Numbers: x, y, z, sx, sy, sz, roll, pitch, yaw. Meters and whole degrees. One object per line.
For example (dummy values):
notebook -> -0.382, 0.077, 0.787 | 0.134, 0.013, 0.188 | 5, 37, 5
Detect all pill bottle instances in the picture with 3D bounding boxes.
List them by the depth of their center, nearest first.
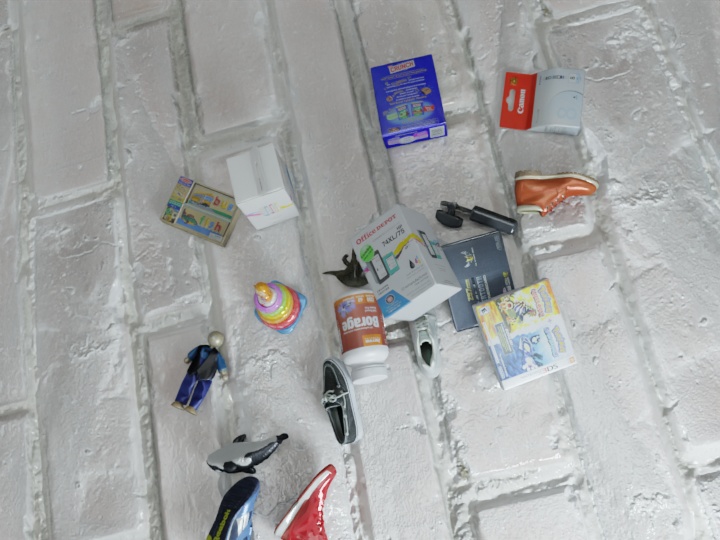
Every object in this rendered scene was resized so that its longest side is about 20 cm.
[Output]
pill bottle -> 0.005, 0.154, 1.565 | 0.110, 0.112, 0.204 | -12, 72, 5

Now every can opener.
can opener -> 0.280, -0.120, 1.643 | 0.196, 0.053, 0.068 | 22, 110, 14

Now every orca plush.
orca plush -> -0.254, 0.432, 1.564 | 0.197, 0.072, 0.105 | -26, 27, -4

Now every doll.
doll -> -0.379, 0.244, 1.632 | 0.134, 0.049, 0.204 | 12, 70, 22

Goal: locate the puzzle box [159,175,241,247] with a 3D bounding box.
puzzle box -> -0.412, -0.156, 1.765 | 0.196, 0.025, 0.135 | 20, 77, 14

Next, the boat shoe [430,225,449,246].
boat shoe -> 0.141, -0.088, 1.642 | 0.197, 0.072, 0.070 | 19, 77, 23

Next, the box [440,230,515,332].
box -> 0.270, 0.024, 1.561 | 0.154, 0.051, 0.205 | -14, 92, 5

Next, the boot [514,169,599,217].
boot -> 0.466, -0.178, 1.615 | 0.195, 0.075, 0.110 | 2, 77, 18

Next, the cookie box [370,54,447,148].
cookie box -> 0.125, -0.434, 1.735 | 0.167, 0.075, 0.205 | -10, 73, 6

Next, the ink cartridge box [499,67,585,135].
ink cartridge box -> 0.457, -0.431, 1.697 | 0.195, 0.047, 0.164 | 8, 76, 9

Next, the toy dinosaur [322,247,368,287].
toy dinosaur -> 0.000, 0.000, 1.630 | 0.195, 0.077, 0.104 | -5, 62, 3

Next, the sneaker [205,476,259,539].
sneaker -> -0.279, 0.564, 1.517 | 0.073, 0.083, 0.202 | 3, 54, 37

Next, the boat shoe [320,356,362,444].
boat shoe -> -0.057, 0.297, 1.546 | 0.073, 0.067, 0.204 | -25, 74, 39

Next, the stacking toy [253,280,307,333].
stacking toy -> -0.207, 0.068, 1.576 | 0.114, 0.200, 0.111 | 27, 79, 14

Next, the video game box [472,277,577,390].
video game box -> 0.369, 0.143, 1.516 | 0.179, 0.047, 0.204 | -21, 91, 0

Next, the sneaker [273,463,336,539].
sneaker -> -0.091, 0.538, 1.499 | 0.115, 0.078, 0.201 | 38, 95, 9

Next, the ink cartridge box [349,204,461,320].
ink cartridge box -> 0.099, -0.015, 1.497 | 0.146, 0.145, 0.203 | -34, 69, 23

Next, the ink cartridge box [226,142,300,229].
ink cartridge box -> -0.241, -0.209, 1.661 | 0.123, 0.200, 0.131 | -18, 71, 3

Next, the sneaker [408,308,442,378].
sneaker -> 0.149, 0.142, 1.564 | 0.069, 0.080, 0.205 | -14, 71, 6
